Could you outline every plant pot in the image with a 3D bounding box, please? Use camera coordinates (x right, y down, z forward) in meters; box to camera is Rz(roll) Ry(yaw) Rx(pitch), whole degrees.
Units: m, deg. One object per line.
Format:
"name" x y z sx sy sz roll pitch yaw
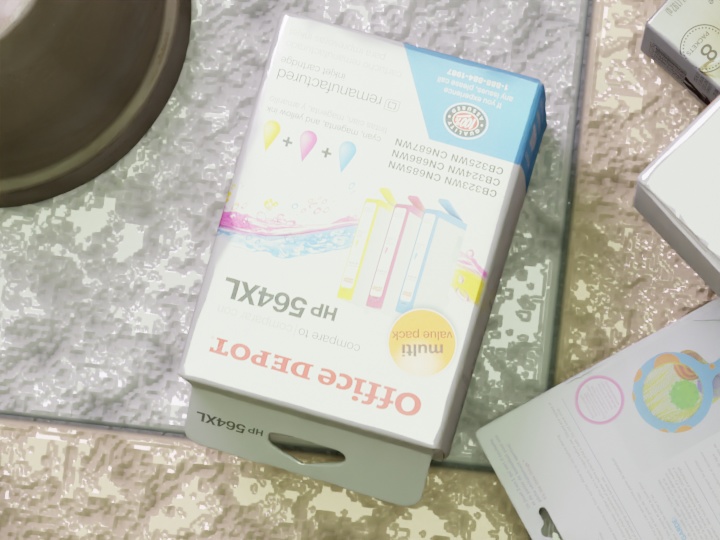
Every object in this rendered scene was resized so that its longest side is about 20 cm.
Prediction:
"plant pot" -0.187 -0.137 1.379 0.200 0.174 0.200 0 86 3

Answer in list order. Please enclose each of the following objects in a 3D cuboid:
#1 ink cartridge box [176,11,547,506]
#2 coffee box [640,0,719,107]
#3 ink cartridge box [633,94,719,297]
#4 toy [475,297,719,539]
"ink cartridge box" 0.000 0.000 1.378 0.128 0.125 0.200 15 85 4
"coffee box" 0.243 -0.084 1.395 0.200 0.080 0.113 42 89 6
"ink cartridge box" 0.236 -0.052 1.279 0.200 0.147 0.145 -45 84 2
"toy" 0.170 0.080 1.400 0.200 0.047 0.115 -29 81 3
